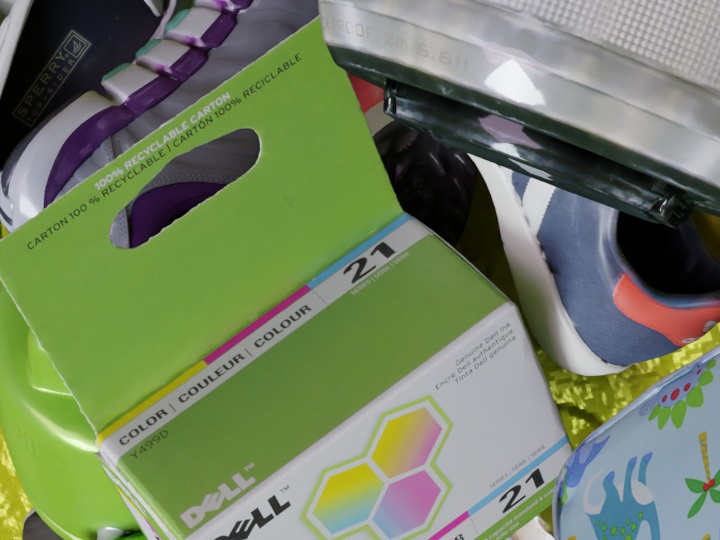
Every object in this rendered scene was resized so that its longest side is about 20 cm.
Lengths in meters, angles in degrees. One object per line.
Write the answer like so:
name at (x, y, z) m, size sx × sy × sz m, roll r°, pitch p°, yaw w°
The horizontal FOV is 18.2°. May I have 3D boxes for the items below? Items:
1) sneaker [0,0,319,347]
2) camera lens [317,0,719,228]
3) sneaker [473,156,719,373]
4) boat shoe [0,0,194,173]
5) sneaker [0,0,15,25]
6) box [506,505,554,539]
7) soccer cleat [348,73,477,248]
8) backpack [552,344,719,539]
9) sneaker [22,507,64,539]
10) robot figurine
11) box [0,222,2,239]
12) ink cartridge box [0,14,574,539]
sneaker at (-0.037, -0.061, 0.836) m, size 0.088 × 0.200 × 0.074 m, roll 44°, pitch 167°, yaw 12°
camera lens at (0.088, -0.123, 0.681) m, size 0.160 × 0.160 × 0.200 m, roll 22°, pitch 92°, yaw 28°
sneaker at (0.078, -0.062, 0.800) m, size 0.084 × 0.075 × 0.200 m, roll -17°, pitch 107°, yaw 41°
boat shoe at (-0.087, -0.116, 0.862) m, size 0.074 × 0.065 × 0.200 m, roll 26°, pitch 94°, yaw -17°
sneaker at (-0.133, -0.104, 0.940) m, size 0.073 × 0.085 × 0.200 m, roll 13°, pitch 116°, yaw 30°
box at (0.035, 0.158, 0.940) m, size 0.200 × 0.050 × 0.075 m, roll -36°, pitch 85°, yaw 40°
soccer cleat at (0.000, 0.000, 0.905) m, size 0.073 × 0.068 × 0.200 m, roll -119°, pitch 29°, yaw -44°
backpack at (0.159, 0.116, 0.722) m, size 0.183 × 0.147 × 0.200 m, roll -39°, pitch 52°, yaw 40°
sneaker at (-0.118, 0.175, 1.001) m, size 0.200 × 0.082 × 0.077 m, roll 40°, pitch 162°, yaw 48°
robot figurine at (-0.091, 0.048, 0.920) m, size 0.116 × 0.176 × 0.200 m, roll 6°, pitch 153°, yaw -1°
box at (-0.183, -0.074, 0.919) m, size 0.048 × 0.122 × 0.200 m, roll 0°, pitch 111°, yaw 2°
ink cartridge box at (-0.021, 0.036, 0.787) m, size 0.076 × 0.148 × 0.200 m, roll 43°, pitch 164°, yaw 44°
